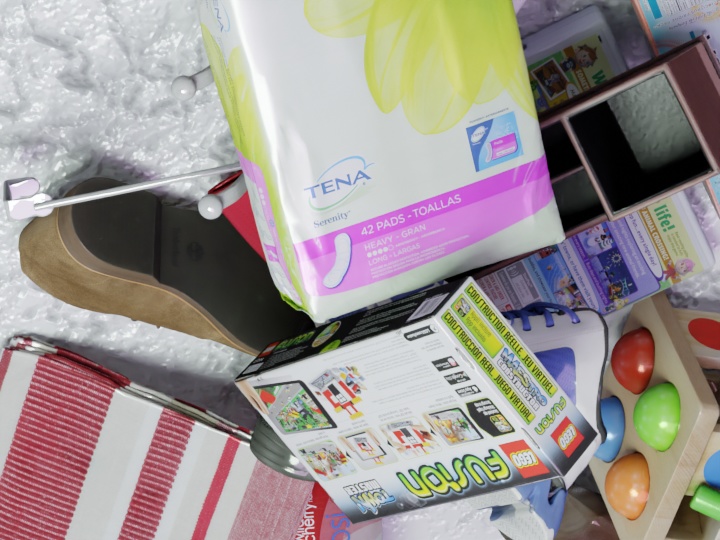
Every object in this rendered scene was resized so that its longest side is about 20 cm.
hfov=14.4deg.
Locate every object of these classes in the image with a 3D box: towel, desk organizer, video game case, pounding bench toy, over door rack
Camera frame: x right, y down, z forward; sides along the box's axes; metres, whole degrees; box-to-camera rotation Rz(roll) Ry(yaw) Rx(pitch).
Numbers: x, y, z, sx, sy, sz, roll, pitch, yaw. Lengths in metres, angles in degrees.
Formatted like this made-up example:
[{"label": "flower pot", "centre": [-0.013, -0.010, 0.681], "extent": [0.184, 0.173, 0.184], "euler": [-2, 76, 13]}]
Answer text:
[{"label": "towel", "centre": [-0.135, 0.130, 1.700], "extent": [0.200, 0.023, 0.144], "euler": [22, 121, 2]}, {"label": "desk organizer", "centre": [0.108, -0.051, 1.562], "extent": [0.200, 0.077, 0.072], "euler": [-25, 93, 25]}, {"label": "video game case", "centre": [0.093, -0.039, 1.676], "extent": [0.182, 0.022, 0.200], "euler": [-25, 126, 6]}, {"label": "pounding bench toy", "centre": [0.230, 0.121, 1.713], "extent": [0.156, 0.200, 0.124], "euler": [7, 124, -19]}, {"label": "over door rack", "centre": [-0.115, -0.102, 1.504], "extent": [0.200, 0.067, 0.148], "euler": [-7, 112, 10]}]

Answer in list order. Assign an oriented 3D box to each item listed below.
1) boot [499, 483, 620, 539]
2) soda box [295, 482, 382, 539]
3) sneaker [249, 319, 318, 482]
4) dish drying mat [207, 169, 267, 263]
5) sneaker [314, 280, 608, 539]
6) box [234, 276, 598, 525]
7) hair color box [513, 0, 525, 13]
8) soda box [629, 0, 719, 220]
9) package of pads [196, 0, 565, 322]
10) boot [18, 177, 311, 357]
[{"label": "boot", "centre": [0.203, 0.182, 1.788], "extent": [0.200, 0.064, 0.186], "euler": [32, 154, -29]}, {"label": "soda box", "centre": [-0.021, 0.168, 1.767], "extent": [0.063, 0.070, 0.200], "euler": [-7, 127, -6]}, {"label": "sneaker", "centre": [0.040, 0.065, 1.651], "extent": [0.199, 0.076, 0.114], "euler": [7, 108, -25]}, {"label": "dish drying mat", "centre": [0.000, 0.000, 1.660], "extent": [0.077, 0.018, 0.200], "euler": [-30, 123, 19]}, {"label": "sneaker", "centre": [0.068, 0.044, 1.579], "extent": [0.115, 0.081, 0.199], "euler": [-46, 104, -24]}, {"label": "box", "centre": [0.025, 0.072, 1.508], "extent": [0.110, 0.035, 0.200], "euler": [51, 147, -14]}, {"label": "hair color box", "centre": [0.039, -0.178, 1.535], "extent": [0.109, 0.065, 0.200], "euler": [25, 115, -26]}, {"label": "soda box", "centre": [0.199, -0.119, 1.613], "extent": [0.064, 0.068, 0.200], "euler": [-22, 127, 5]}, {"label": "package of pads", "centre": [0.007, -0.087, 1.458], "extent": [0.154, 0.068, 0.200], "euler": [-19, 109, -15]}, {"label": "boot", "centre": [-0.107, 0.006, 1.647], "extent": [0.200, 0.074, 0.075], "euler": [26, 146, -33]}]
